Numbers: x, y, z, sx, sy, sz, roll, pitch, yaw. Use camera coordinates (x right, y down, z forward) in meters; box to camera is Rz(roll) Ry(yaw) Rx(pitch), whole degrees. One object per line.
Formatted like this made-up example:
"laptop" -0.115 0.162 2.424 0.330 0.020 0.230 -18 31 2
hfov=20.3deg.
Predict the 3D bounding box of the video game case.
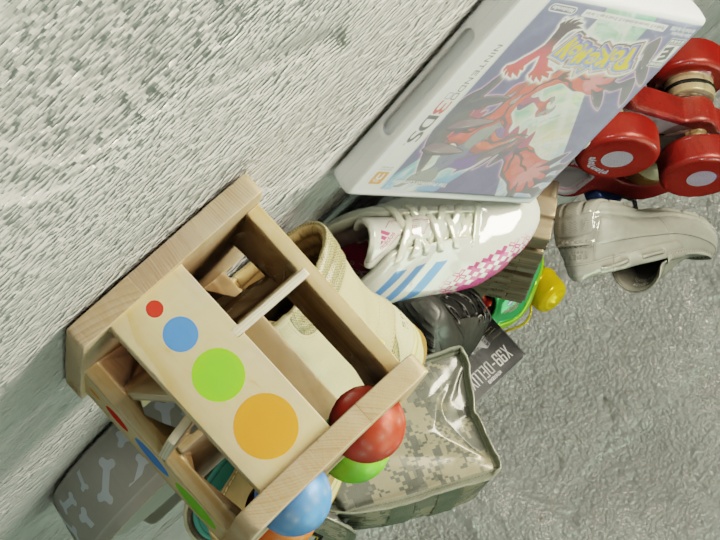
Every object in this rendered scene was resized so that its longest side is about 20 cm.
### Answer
"video game case" 0.102 -0.110 1.261 0.199 0.023 0.182 -1 141 -50

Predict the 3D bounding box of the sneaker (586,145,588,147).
"sneaker" 0.103 -0.105 1.420 0.083 0.081 0.200 -42 165 11

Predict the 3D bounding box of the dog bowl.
"dog bowl" -0.139 0.126 1.448 0.200 0.059 0.200 -43 174 -5

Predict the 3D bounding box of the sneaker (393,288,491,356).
"sneaker" 0.063 0.042 1.645 0.091 0.076 0.200 -38 171 -7

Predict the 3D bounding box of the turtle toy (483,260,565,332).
"turtle toy" 0.092 0.012 1.918 0.200 0.146 0.101 -43 154 -4

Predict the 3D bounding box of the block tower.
"block tower" 0.124 -0.026 1.662 0.200 0.057 0.055 102 0 -74

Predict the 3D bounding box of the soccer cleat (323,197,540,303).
"soccer cleat" 0.035 -0.017 1.360 0.198 0.070 0.086 -22 161 -12

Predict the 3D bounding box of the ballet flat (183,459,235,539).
"ballet flat" -0.054 0.118 1.403 0.200 0.070 0.070 -41 174 -22

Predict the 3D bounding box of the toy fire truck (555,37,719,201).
"toy fire truck" 0.203 -0.107 1.607 0.198 0.113 0.168 12 151 -29

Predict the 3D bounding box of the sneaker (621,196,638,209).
"sneaker" 0.179 -0.083 1.717 0.200 0.140 0.078 -44 178 1

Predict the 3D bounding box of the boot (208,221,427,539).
"boot" -0.054 0.080 1.285 0.200 0.073 0.156 -51 141 -8

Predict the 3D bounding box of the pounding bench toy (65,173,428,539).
"pounding bench toy" -0.063 0.072 1.094 0.124 0.156 0.200 -42 174 -16

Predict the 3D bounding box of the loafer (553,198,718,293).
"loafer" 0.226 -0.016 1.649 0.070 0.071 0.199 -6 173 44

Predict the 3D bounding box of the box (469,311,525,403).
"box" 0.025 0.083 1.778 0.200 0.158 0.050 -41 174 -29

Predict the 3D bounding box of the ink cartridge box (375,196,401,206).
"ink cartridge box" 0.000 0.000 1.507 0.200 0.041 0.200 -49 177 -21

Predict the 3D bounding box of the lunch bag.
"lunch bag" -0.007 0.146 1.519 0.198 0.119 0.164 -16 167 -8
